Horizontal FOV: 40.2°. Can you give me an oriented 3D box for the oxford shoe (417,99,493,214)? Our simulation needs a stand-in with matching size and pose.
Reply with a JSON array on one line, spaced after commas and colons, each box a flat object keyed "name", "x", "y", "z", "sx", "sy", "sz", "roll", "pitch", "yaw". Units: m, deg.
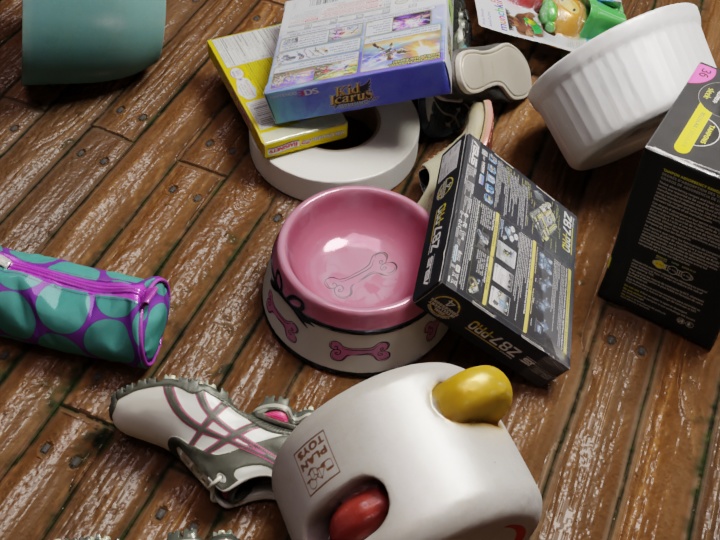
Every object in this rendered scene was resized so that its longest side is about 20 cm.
[{"name": "oxford shoe", "x": 0.103, "y": -0.119, "z": 1.074, "sx": 0.072, "sy": 0.072, "sz": 0.202, "roll": 10, "pitch": 48, "yaw": 11}]

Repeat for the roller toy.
[{"name": "roller toy", "x": 0.031, "y": 0.161, "z": 0.735, "sx": 0.180, "sy": 0.201, "sz": 0.141, "roll": -20, "pitch": 59, "yaw": -15}]

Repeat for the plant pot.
[{"name": "plant pot", "x": -0.312, "y": -0.313, "z": 1.148, "sx": 0.158, "sy": 0.202, "sz": 0.203, "roll": 1, "pitch": 47, "yaw": -20}]

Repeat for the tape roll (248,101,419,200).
[{"name": "tape roll", "x": -0.029, "y": -0.158, "z": 1.123, "sx": 0.198, "sy": 0.037, "sz": 0.205, "roll": 1, "pitch": 49, "yaw": -1}]

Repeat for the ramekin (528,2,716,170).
[{"name": "ramekin", "x": 0.289, "y": -0.190, "z": 1.061, "sx": 0.197, "sy": 0.200, "sz": 0.099, "roll": -20, "pitch": 81, "yaw": -20}]

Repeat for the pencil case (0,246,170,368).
[{"name": "pencil case", "x": -0.276, "y": 0.028, "z": 0.910, "sx": 0.196, "sy": 0.093, "sz": 0.086, "roll": 12, "pitch": 48, "yaw": 7}]

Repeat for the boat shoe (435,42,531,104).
[{"name": "boat shoe", "x": 0.138, "y": -0.228, "z": 1.143, "sx": 0.056, "sy": 0.068, "sz": 0.199, "roll": -3, "pitch": 6, "yaw": 34}]

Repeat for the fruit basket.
[{"name": "fruit basket", "x": 0.236, "y": -0.347, "z": 1.248, "sx": 0.196, "sy": 0.094, "sz": 0.188, "roll": 16, "pitch": 46, "yaw": -16}]

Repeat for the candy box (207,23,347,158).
[{"name": "candy box", "x": -0.098, "y": -0.210, "z": 1.123, "sx": 0.100, "sy": 0.027, "sz": 0.201, "roll": -15, "pitch": 51, "yaw": -19}]

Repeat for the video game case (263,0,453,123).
[{"name": "video game case", "x": 0.003, "y": -0.248, "z": 1.081, "sx": 0.196, "sy": 0.046, "sz": 0.183, "roll": -7, "pitch": 44, "yaw": 14}]

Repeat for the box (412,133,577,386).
[{"name": "box", "x": 0.137, "y": -0.014, "z": 0.946, "sx": 0.160, "sy": 0.049, "sz": 0.202, "roll": 31, "pitch": 46, "yaw": -19}]

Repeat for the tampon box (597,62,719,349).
[{"name": "tampon box", "x": 0.330, "y": -0.062, "z": 0.947, "sx": 0.125, "sy": 0.202, "sz": 0.150, "roll": 26, "pitch": 51, "yaw": 19}]

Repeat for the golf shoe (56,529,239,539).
[{"name": "golf shoe", "x": -0.178, "y": 0.246, "z": 0.727, "sx": 0.196, "sy": 0.078, "sz": 0.089, "roll": -3, "pitch": 56, "yaw": -5}]

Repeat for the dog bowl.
[{"name": "dog bowl", "x": 0.000, "y": 0.000, "z": 0.961, "sx": 0.196, "sy": 0.075, "sz": 0.203, "roll": 1, "pitch": 48, "yaw": -1}]

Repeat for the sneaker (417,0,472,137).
[{"name": "sneaker", "x": 0.085, "y": -0.240, "z": 1.190, "sx": 0.085, "sy": 0.077, "sz": 0.203, "roll": -12, "pitch": 55, "yaw": 33}]

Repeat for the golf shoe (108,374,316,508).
[{"name": "golf shoe", "x": -0.124, "y": 0.146, "z": 0.827, "sx": 0.196, "sy": 0.078, "sz": 0.089, "roll": 9, "pitch": 55, "yaw": 6}]
